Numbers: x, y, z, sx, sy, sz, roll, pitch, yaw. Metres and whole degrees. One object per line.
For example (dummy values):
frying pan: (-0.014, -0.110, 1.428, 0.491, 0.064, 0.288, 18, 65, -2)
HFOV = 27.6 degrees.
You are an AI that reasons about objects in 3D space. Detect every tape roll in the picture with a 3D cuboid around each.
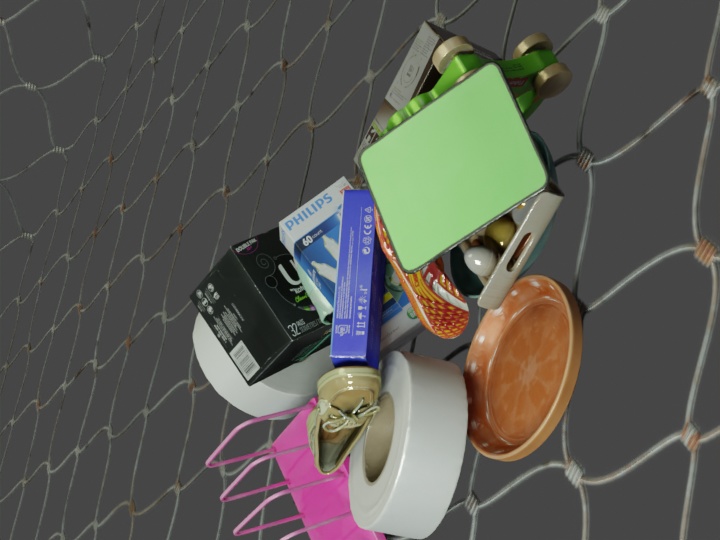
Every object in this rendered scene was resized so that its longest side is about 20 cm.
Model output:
tape roll: (-0.122, 0.095, 1.973, 0.071, 0.200, 0.204, -46, 35, 41)
tape roll: (0.051, 0.196, 1.651, 0.202, 0.070, 0.205, -168, 90, -75)

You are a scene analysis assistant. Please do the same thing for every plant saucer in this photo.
plant saucer: (0.170, -0.059, 1.673, 0.200, 0.036, 0.202, -49, 30, 41)
plant saucer: (0.175, 0.105, 1.567, 0.200, 0.032, 0.203, -44, 37, 46)

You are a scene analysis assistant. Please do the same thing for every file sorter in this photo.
file sorter: (-0.083, 0.281, 1.755, 0.139, 0.124, 0.202, -49, 60, 48)

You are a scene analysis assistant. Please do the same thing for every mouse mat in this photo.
mouse mat: (0.096, -0.109, 1.569, 0.199, 0.007, 0.163, -33, 65, 26)

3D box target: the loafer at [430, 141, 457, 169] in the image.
loafer: (0.085, -0.095, 1.676, 0.072, 0.062, 0.200, 61, 152, 8)

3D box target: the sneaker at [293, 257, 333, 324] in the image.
sneaker: (0.027, 0.003, 1.822, 0.074, 0.198, 0.119, 74, 175, -64)

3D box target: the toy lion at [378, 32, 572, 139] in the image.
toy lion: (0.121, -0.181, 1.689, 0.069, 0.198, 0.192, 60, 139, 25)

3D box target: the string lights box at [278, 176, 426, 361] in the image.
string lights box: (0.000, 0.000, 1.753, 0.102, 0.201, 0.059, -35, -15, -13)

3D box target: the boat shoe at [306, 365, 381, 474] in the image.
boat shoe: (-0.018, 0.166, 1.646, 0.201, 0.072, 0.063, 108, 162, -60)

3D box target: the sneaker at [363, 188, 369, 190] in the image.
sneaker: (0.009, -0.052, 1.968, 0.200, 0.069, 0.079, 149, 130, -62)

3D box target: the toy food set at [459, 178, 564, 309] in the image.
toy food set: (0.142, -0.064, 1.616, 0.145, 0.060, 0.201, -62, 24, 19)

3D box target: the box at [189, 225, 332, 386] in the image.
box: (-0.090, 0.031, 1.905, 0.149, 0.199, 0.124, 55, 134, 10)

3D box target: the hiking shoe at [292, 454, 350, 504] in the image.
hiking shoe: (-0.029, 0.259, 1.850, 0.199, 0.074, 0.088, -5, 94, 61)

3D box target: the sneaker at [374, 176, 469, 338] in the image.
sneaker: (0.059, -0.015, 1.661, 0.202, 0.072, 0.077, 70, 167, -13)

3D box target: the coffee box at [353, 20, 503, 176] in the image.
coffee box: (0.091, -0.192, 1.837, 0.202, 0.113, 0.080, -63, 27, 19)

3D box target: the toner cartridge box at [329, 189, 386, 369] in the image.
toner cartridge box: (0.000, 0.019, 1.657, 0.095, 0.043, 0.203, 72, -160, -65)
